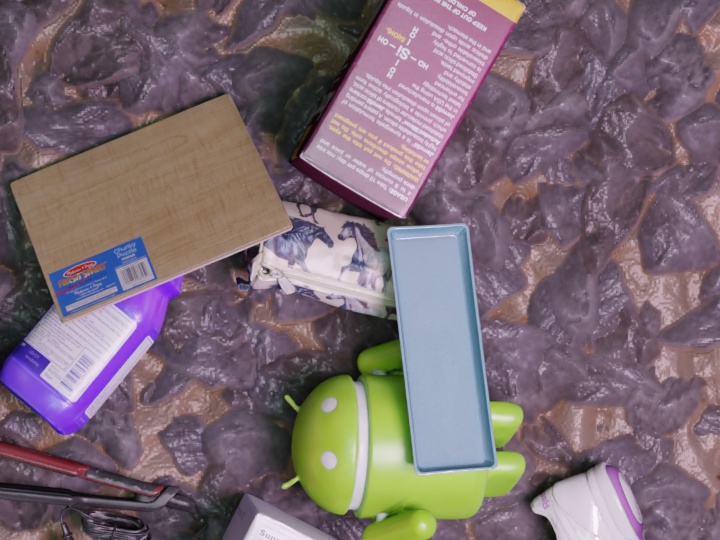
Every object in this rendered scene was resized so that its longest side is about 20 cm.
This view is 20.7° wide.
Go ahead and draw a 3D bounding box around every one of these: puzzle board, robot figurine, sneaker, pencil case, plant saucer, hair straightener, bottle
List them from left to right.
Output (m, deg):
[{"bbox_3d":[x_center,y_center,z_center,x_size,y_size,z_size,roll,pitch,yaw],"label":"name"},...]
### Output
[{"bbox_3d":[-0.224,0.200,1.637,0.198,0.041,0.078,15,90,-13],"label":"hair straightener"},{"bbox_3d":[-0.205,0.036,1.610,0.083,0.065,0.200,35,79,17],"label":"bottle"},{"bbox_3d":[-0.171,-0.050,1.601,0.199,0.017,0.151,-23,57,-6],"label":"puzzle board"},{"bbox_3d":[0.000,0.000,1.632,0.198,0.078,0.090,14,46,-9],"label":"pencil case"},{"bbox_3d":[0.033,0.146,1.626,0.198,0.116,0.177,3,69,-9],"label":"robot figurine"},{"bbox_3d":[0.064,0.063,1.581,0.069,0.019,0.202,-3,76,-14],"label":"plant saucer"},{"bbox_3d":[0.210,0.267,1.690,0.099,0.075,0.202,-20,95,12],"label":"sneaker"}]

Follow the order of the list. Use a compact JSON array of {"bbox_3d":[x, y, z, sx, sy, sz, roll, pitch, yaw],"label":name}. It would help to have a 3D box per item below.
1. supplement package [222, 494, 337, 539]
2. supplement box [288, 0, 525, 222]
[{"bbox_3d":[-0.087,0.302,1.609,0.109,0.114,0.201,27,87,-9],"label":"supplement package"},{"bbox_3d":[0.035,-0.150,1.611,0.103,0.131,0.201,30,87,-6],"label":"supplement box"}]
